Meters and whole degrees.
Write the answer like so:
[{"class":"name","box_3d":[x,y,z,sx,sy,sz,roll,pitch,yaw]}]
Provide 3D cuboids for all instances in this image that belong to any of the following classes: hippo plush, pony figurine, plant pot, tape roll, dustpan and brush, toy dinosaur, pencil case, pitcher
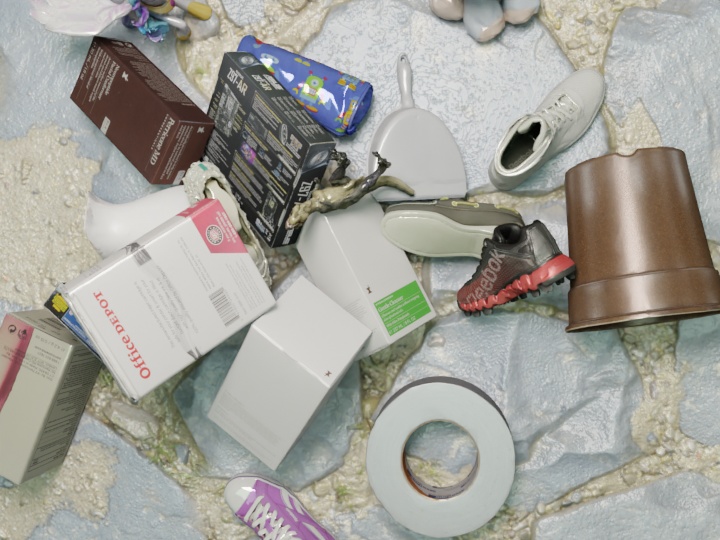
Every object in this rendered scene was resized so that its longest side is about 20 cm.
[{"class":"hippo plush","box_3d":[0.170,-0.405,1.073,0.156,0.161,0.204,12,92,7]},{"class":"pony figurine","box_3d":[-0.306,-0.366,1.111,0.190,0.200,0.170,16,93,6]},{"class":"plant pot","box_3d":[0.340,-0.035,1.050,0.196,0.200,0.203,-6,82,7]},{"class":"tape roll","box_3d":[0.107,0.246,1.135,0.196,0.066,0.205,0,90,6]},{"class":"dustpan and brush","box_3d":[0.068,-0.196,1.142,0.137,0.057,0.204,-4,91,-13]},{"class":"toy dinosaur","box_3d":[-0.008,-0.106,1.037,0.197,0.089,0.048,-17,57,-28]},{"class":"pencil case","box_3d":[-0.083,-0.245,1.146,0.197,0.078,0.088,22,86,6]},{"class":"pitcher","box_3d":[-0.262,-0.038,1.155,0.196,0.173,0.123,-2,57,-9]}]

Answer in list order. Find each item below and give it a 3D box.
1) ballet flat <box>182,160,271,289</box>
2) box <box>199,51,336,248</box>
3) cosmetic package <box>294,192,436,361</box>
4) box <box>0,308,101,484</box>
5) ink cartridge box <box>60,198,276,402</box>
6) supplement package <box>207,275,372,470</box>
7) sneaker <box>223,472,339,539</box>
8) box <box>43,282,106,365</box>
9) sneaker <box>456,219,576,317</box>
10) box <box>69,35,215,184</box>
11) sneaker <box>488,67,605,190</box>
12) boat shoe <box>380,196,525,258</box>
[{"class":"ballet flat","box_3d":[-0.163,-0.041,1.067,0.071,0.072,0.203,-23,110,6]},{"class":"box","box_3d":[-0.128,-0.155,1.084,0.200,0.043,0.162,48,130,29]},{"class":"cosmetic package","box_3d":[0.000,0.000,1.114,0.084,0.107,0.203,-28,89,47]},{"class":"box","box_3d":[-0.447,0.167,1.168,0.107,0.128,0.203,24,93,6]},{"class":"ink cartridge box","box_3d":[-0.221,0.030,0.978,0.199,0.084,0.147,-35,107,-20]},{"class":"supplement package","box_3d":[-0.092,0.132,1.084,0.121,0.120,0.201,37,132,5]},{"class":"sneaker","box_3d":[-0.107,0.348,1.137,0.199,0.114,0.073,33,95,7]},{"class":"box","box_3d":[-0.314,0.076,1.115,0.137,0.200,0.040,42,92,5]},{"class":"sneaker","box_3d":[0.182,-0.004,1.076,0.070,0.200,0.099,-23,85,-34]},{"class":"box","box_3d":[-0.294,-0.213,1.136,0.200,0.075,0.101,42,115,21]},{"class":"sneaker","box_3d":[0.246,-0.187,1.090,0.074,0.116,0.200,43,94,6]},{"class":"boat shoe","box_3d":[0.122,-0.060,1.115,0.197,0.073,0.061,8,48,-7]}]
